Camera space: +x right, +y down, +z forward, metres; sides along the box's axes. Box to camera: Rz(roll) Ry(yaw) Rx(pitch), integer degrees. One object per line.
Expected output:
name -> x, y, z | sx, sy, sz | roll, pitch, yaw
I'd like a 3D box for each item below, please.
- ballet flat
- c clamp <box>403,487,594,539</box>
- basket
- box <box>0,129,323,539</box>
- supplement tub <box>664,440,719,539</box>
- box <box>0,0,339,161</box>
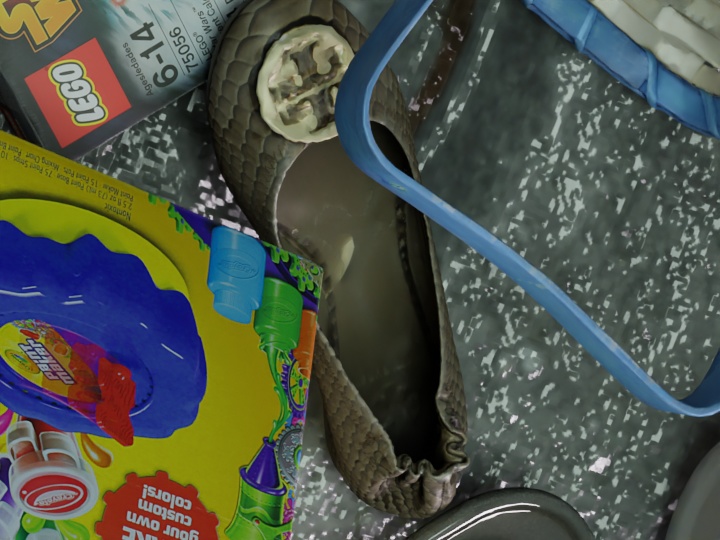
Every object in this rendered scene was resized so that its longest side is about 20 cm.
ballet flat -> 0.000, 0.000, 0.923 | 0.067, 0.046, 0.200 | -24, 122, -17
c clamp -> 0.028, 0.178, 0.998 | 0.171, 0.027, 0.200 | -21, 117, -21
basket -> 0.100, -0.075, 0.909 | 0.176, 0.139, 0.200 | 40, 70, -30
box -> -0.133, 0.067, 0.812 | 0.200, 0.122, 0.193 | 22, 56, -26
supplement tub -> 0.217, 0.126, 1.023 | 0.200, 0.122, 0.123 | 14, 96, -25
box -> -0.086, -0.150, 0.874 | 0.137, 0.040, 0.200 | -33, 113, -12
